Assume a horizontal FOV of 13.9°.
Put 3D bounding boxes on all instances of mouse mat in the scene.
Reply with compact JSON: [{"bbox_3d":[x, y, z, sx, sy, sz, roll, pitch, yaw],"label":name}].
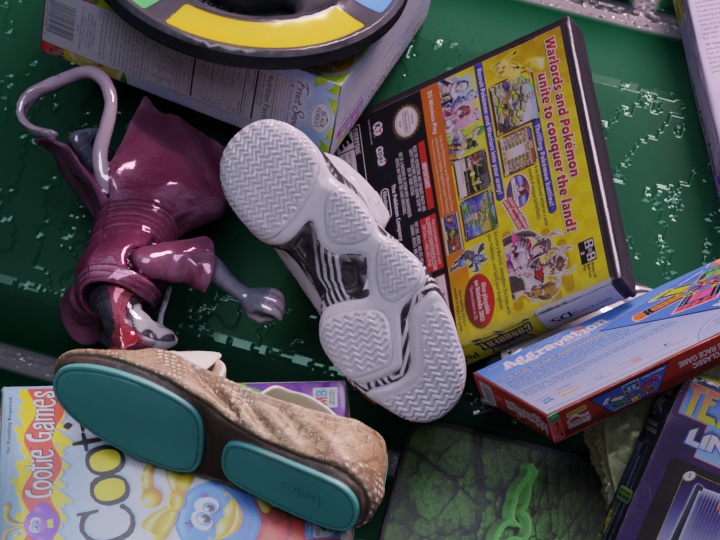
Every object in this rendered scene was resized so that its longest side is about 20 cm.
[{"bbox_3d":[0.082,0.192,1.727,0.160,0.008,0.201,13,68,8],"label":"mouse mat"}]

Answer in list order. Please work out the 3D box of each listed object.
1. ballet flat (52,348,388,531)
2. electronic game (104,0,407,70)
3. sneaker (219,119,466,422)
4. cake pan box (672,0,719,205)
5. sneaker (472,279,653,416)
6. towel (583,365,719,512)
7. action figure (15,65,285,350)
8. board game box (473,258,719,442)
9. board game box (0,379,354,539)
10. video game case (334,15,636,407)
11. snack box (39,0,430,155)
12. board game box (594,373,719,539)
[{"bbox_3d":[-0.074,0.084,1.646,0.199,0.071,0.065,25,43,9],"label":"ballet flat"},{"bbox_3d":[-0.067,-0.189,1.773,0.198,0.042,0.201,6,44,-5],"label":"electronic game"},{"bbox_3d":[0.000,0.000,1.718,0.075,0.115,0.200,-38,82,8],"label":"sneaker"},{"bbox_3d":[0.306,-0.128,1.838,0.199,0.052,0.185,-11,68,-2],"label":"cake pan box"},{"bbox_3d":[0.133,0.061,1.749,0.130,0.080,0.199,-44,80,-6],"label":"sneaker"},{"bbox_3d":[0.210,0.128,1.691,0.147,0.036,0.201,-15,94,-3],"label":"towel"},{"bbox_3d":[-0.131,-0.023,1.748,0.133,0.149,0.201,-25,31,23],"label":"action figure"},{"bbox_3d":[0.171,0.036,1.647,0.199,0.103,0.020,-24,110,-15],"label":"board game box"},{"bbox_3d":[-0.104,0.131,1.709,0.198,0.105,0.104,-1,66,2],"label":"board game box"},{"bbox_3d":[0.065,-0.036,1.761,0.180,0.025,0.201,-24,51,20],"label":"video game case"},{"bbox_3d":[-0.073,-0.169,1.830,0.199,0.068,0.169,21,43,13],"label":"snack box"},{"bbox_3d":[0.233,0.167,1.649,0.199,0.057,0.166,24,89,-5],"label":"board game box"}]
